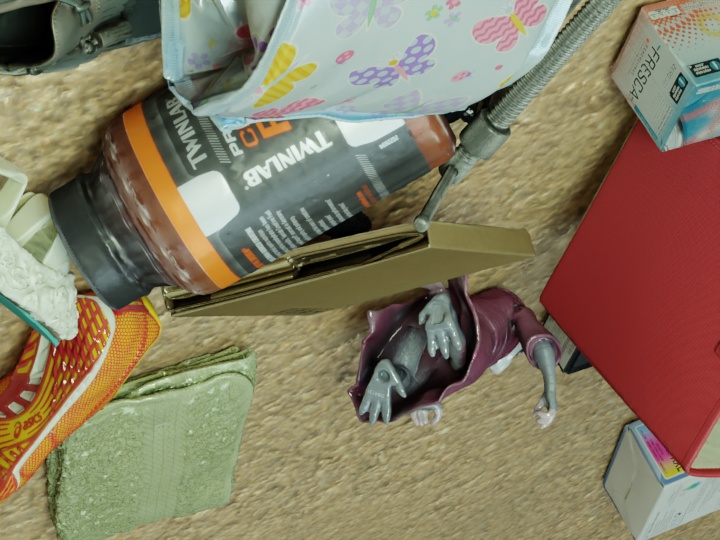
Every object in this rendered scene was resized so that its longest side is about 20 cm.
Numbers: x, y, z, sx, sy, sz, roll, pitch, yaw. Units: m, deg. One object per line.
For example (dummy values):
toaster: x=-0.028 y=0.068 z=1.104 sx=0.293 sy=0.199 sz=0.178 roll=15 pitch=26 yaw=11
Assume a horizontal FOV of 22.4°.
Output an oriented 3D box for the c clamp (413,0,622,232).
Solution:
c clamp: x=0.106 y=-0.121 z=0.953 sx=0.200 sy=0.027 sz=0.171 roll=-49 pitch=-170 yaw=28

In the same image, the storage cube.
storage cube: x=0.255 y=0.011 z=1.176 sx=0.170 sy=0.180 sz=0.200 roll=5 pitch=123 yaw=-37

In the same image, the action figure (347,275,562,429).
action figure: x=0.065 y=0.043 z=1.269 sx=0.134 sy=0.150 sz=0.200 roll=-9 pitch=-175 yaw=31

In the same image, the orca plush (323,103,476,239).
orca plush: x=-0.005 y=-0.043 z=1.046 sx=0.199 sy=0.071 sz=0.105 roll=-20 pitch=152 yaw=-14

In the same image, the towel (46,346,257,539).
towel: x=-0.146 y=0.127 z=1.252 sx=0.148 sy=0.037 sz=0.200 roll=-16 pitch=151 yaw=-21

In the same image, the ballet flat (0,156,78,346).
ballet flat: x=-0.186 y=-0.019 z=0.935 sx=0.072 sy=0.072 sz=0.200 roll=-30 pitch=153 yaw=6

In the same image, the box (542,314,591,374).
box: x=0.253 y=-0.016 z=1.357 sx=0.199 sy=0.050 sz=0.199 roll=-14 pitch=151 yaw=-26

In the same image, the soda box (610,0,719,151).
soda box: x=0.259 y=-0.138 z=1.121 sx=0.199 sy=0.069 sz=0.064 roll=-16 pitch=150 yaw=-23

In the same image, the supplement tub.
supplement tub: x=-0.058 y=-0.057 z=0.935 sx=0.200 sy=0.107 sz=0.107 roll=-30 pitch=153 yaw=3

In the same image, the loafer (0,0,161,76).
loafer: x=-0.161 y=-0.107 z=0.802 sx=0.199 sy=0.063 sz=0.072 roll=-5 pitch=145 yaw=-37

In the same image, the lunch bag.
lunch bag: x=0.008 y=-0.157 z=0.787 sx=0.169 sy=0.127 sz=0.201 roll=-6 pitch=128 yaw=-38

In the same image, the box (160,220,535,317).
box: x=0.000 y=0.000 z=1.070 sx=0.163 sy=0.021 sz=0.200 roll=-15 pitch=173 yaw=21

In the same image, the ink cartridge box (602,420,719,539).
ink cartridge box: x=0.342 y=0.169 z=1.725 sx=0.199 sy=0.077 sz=0.137 roll=-18 pitch=152 yaw=-15

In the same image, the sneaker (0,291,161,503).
sneaker: x=-0.192 y=0.086 z=1.105 sx=0.200 sy=0.073 sz=0.077 roll=-40 pitch=161 yaw=28
